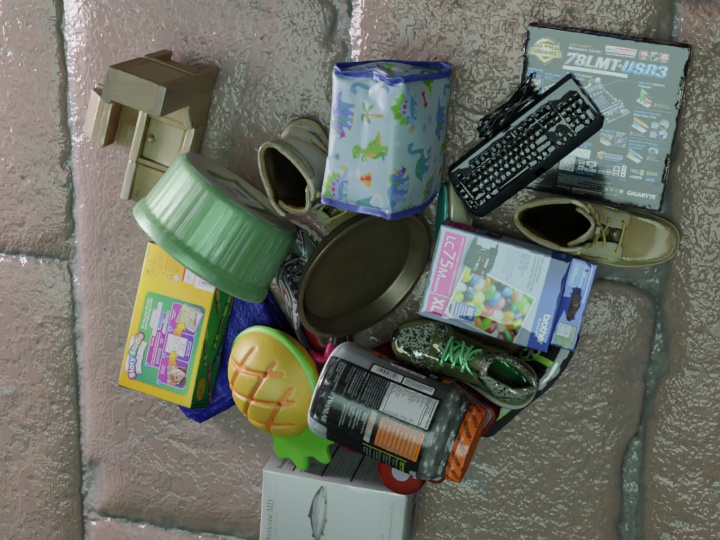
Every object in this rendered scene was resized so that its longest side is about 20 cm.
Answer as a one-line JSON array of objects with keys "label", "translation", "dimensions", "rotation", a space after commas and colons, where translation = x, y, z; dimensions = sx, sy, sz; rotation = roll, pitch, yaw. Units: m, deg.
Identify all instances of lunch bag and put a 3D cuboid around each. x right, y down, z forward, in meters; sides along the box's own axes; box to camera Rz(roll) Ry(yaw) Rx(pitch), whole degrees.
[{"label": "lunch bag", "translation": [0.046, -0.164, 1.531], "dimensions": [0.126, 0.199, 0.172], "rotation": [16, 109, 30]}]

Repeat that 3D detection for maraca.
[{"label": "maraca", "translation": [-0.101, 0.165, 1.649], "dimensions": [0.136, 0.107, 0.202], "rotation": [-22, 96, 44]}]

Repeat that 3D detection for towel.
[{"label": "towel", "translation": [-0.187, 0.111, 1.742], "dimensions": [0.199, 0.050, 0.149], "rotation": [-29, 97, 20]}]

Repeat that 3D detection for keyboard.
[{"label": "keyboard", "translation": [0.186, -0.154, 1.533], "dimensions": [0.199, 0.040, 0.104], "rotation": [-38, 93, 21]}]

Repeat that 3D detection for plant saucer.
[{"label": "plant saucer", "translation": [0.000, 0.000, 1.607], "dimensions": [0.029, 0.199, 0.201], "rotation": [47, 115, 36]}]

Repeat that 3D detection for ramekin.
[{"label": "ramekin", "translation": [-0.174, -0.059, 1.582], "dimensions": [0.199, 0.200, 0.098], "rotation": [37, 99, 2]}]

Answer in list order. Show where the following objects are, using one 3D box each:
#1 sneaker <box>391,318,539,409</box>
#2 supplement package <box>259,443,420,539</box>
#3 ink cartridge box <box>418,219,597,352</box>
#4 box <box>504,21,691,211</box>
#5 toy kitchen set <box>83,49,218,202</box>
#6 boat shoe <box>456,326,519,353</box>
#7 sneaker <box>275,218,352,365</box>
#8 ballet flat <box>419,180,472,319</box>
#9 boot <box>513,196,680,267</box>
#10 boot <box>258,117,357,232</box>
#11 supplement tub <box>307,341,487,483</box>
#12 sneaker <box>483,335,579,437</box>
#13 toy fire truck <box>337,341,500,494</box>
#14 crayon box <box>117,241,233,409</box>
[{"label": "sneaker", "translation": [0.135, 0.107, 1.555], "dimensions": [0.198, 0.089, 0.078], "rotation": [20, 78, -4]}, {"label": "supplement package", "translation": [-0.025, 0.312, 1.721], "dimensions": [0.197, 0.117, 0.118], "rotation": [8, 109, 12]}, {"label": "ink cartridge box", "translation": [0.180, 0.023, 1.561], "dimensions": [0.198, 0.042, 0.121], "rotation": [16, 105, 7]}, {"label": "box", "translation": [0.284, -0.186, 1.541], "dimensions": [0.197, 0.050, 0.201], "rotation": [10, 107, 12]}, {"label": "toy kitchen set", "translation": [-0.305, -0.177, 1.621], "dimensions": [0.161, 0.180, 0.202], "rotation": [20, 110, 9]}, {"label": "boat shoe", "translation": [0.183, 0.056, 1.627], "dimensions": [0.199, 0.065, 0.072], "rotation": [-40, 113, 18]}, {"label": "sneaker", "translation": [-0.068, 0.026, 1.675], "dimensions": [0.080, 0.075, 0.202], "rotation": [-23, 98, 19]}, {"label": "ballet flat", "translation": [0.120, -0.016, 1.629], "dimensions": [0.069, 0.070, 0.202], "rotation": [12, 110, 10]}, {"label": "boot", "translation": [0.283, -0.047, 1.521], "dimensions": [0.197, 0.155, 0.073], "rotation": [11, 92, 11]}, {"label": "boot", "translation": [-0.050, -0.086, 1.587], "dimensions": [0.072, 0.155, 0.201], "rotation": [-29, 98, 19]}, {"label": "supplement tub", "translation": [0.046, 0.175, 1.545], "dimensions": [0.198, 0.122, 0.124], "rotation": [22, 109, 12]}, {"label": "sneaker", "translation": [0.194, 0.134, 1.641], "dimensions": [0.083, 0.072, 0.200], "rotation": [44, 111, 0]}, {"label": "toy fire truck", "translation": [0.064, 0.176, 1.650], "dimensions": [0.199, 0.112, 0.169], "rotation": [39, 114, 10]}, {"label": "crayon box", "translation": [-0.243, 0.072, 1.703], "dimensions": [0.118, 0.058, 0.203], "rotation": [14, 94, 23]}]
